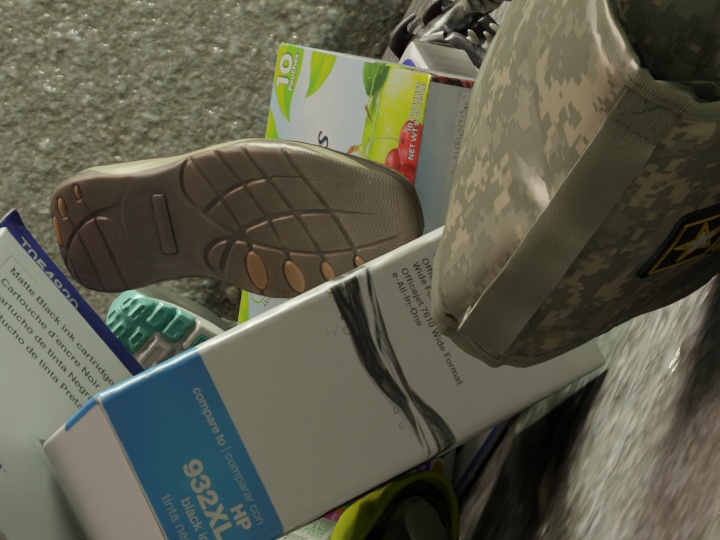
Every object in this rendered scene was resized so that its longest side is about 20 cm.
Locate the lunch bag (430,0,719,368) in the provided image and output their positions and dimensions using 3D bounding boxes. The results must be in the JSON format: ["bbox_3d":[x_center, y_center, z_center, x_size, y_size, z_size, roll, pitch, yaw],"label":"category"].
[{"bbox_3d":[0.105,-0.070,0.924,0.200,0.117,0.164,-61,4,-38],"label":"lunch bag"}]

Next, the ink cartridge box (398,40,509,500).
[{"bbox_3d":[0.034,0.027,1.334,0.198,0.047,0.201,-59,42,34],"label":"ink cartridge box"}]

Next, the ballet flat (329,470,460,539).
[{"bbox_3d":[0.005,0.152,1.142,0.067,0.067,0.200,-44,14,32],"label":"ballet flat"}]

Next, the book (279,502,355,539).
[{"bbox_3d":[-0.049,0.180,1.216,0.200,0.048,0.134,-38,-35,-74],"label":"book"}]

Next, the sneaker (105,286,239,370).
[{"bbox_3d":[-0.072,0.060,1.531,0.077,0.200,0.091,-37,37,18],"label":"sneaker"}]

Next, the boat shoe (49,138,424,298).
[{"bbox_3d":[-0.052,-0.032,1.260,0.073,0.199,0.075,-30,-64,-52],"label":"boat shoe"}]

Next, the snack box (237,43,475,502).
[{"bbox_3d":[0.000,0.000,1.302,0.142,0.053,0.201,18,101,58],"label":"snack box"}]

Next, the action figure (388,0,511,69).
[{"bbox_3d":[0.083,-0.127,1.514,0.200,0.102,0.119,-43,11,25],"label":"action figure"}]

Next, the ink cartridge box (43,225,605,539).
[{"bbox_3d":[-0.018,0.056,1.132,0.199,0.084,0.145,-26,-5,-18],"label":"ink cartridge box"}]

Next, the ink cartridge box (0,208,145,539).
[{"bbox_3d":[-0.125,0.082,1.226,0.041,0.200,0.200,-33,14,31],"label":"ink cartridge box"}]
